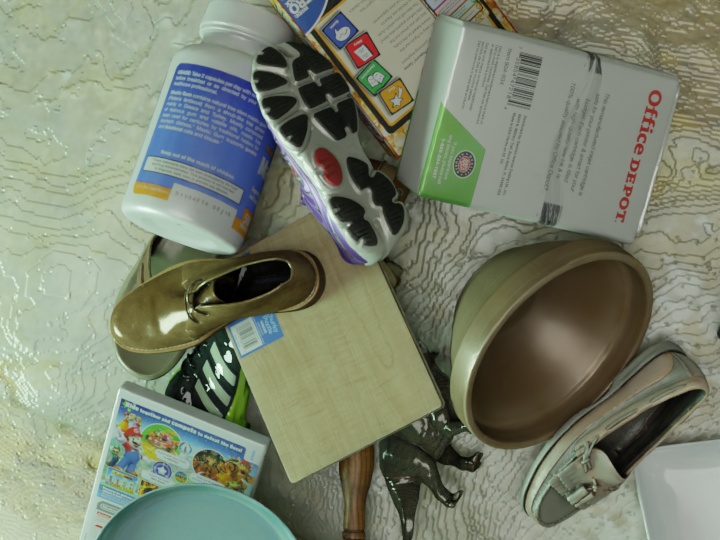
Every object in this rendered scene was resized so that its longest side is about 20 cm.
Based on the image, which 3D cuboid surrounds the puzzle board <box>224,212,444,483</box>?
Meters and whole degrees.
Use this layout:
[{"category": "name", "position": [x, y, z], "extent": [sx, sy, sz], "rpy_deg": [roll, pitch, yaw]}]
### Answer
[{"category": "puzzle board", "position": [-0.033, 0.057, 1.399], "extent": [0.150, 0.017, 0.201], "rpy_deg": [-28, 76, 15]}]

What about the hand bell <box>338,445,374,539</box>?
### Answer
[{"category": "hand bell", "position": [-0.005, 0.230, 1.476], "extent": [0.103, 0.104, 0.202], "rpy_deg": [2, 83, 7]}]

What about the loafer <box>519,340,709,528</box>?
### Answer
[{"category": "loafer", "position": [0.219, 0.150, 1.422], "extent": [0.200, 0.063, 0.072], "rpy_deg": [-49, 128, 7]}]

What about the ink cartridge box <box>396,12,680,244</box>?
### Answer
[{"category": "ink cartridge box", "position": [0.147, -0.118, 1.374], "extent": [0.198, 0.084, 0.147], "rpy_deg": [12, 100, -16]}]

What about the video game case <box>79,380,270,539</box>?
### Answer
[{"category": "video game case", "position": [-0.172, 0.210, 1.485], "extent": [0.142, 0.018, 0.202], "rpy_deg": [21, 117, 5]}]

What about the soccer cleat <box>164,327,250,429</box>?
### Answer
[{"category": "soccer cleat", "position": [-0.130, 0.087, 1.475], "extent": [0.080, 0.068, 0.202], "rpy_deg": [12, 100, 8]}]

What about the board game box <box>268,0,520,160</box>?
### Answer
[{"category": "board game box", "position": [0.025, -0.220, 1.397], "extent": [0.151, 0.046, 0.201], "rpy_deg": [-39, 103, -3]}]

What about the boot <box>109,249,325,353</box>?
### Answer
[{"category": "boot", "position": [-0.134, 0.021, 1.390], "extent": [0.198, 0.075, 0.074], "rpy_deg": [-16, 82, 18]}]

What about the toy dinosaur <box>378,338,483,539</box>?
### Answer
[{"category": "toy dinosaur", "position": [0.057, 0.148, 1.462], "extent": [0.102, 0.077, 0.202], "rpy_deg": [21, 112, 25]}]

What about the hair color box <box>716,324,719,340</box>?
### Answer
[{"category": "hair color box", "position": [0.417, 0.045, 1.398], "extent": [0.198, 0.065, 0.110], "rpy_deg": [21, 99, 3]}]

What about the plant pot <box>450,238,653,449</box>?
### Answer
[{"category": "plant pot", "position": [0.144, 0.045, 1.396], "extent": [0.201, 0.200, 0.093], "rpy_deg": [-52, 51, 9]}]

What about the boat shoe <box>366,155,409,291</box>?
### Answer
[{"category": "boat shoe", "position": [0.000, 0.000, 1.445], "extent": [0.073, 0.076, 0.202], "rpy_deg": [13, 98, 3]}]

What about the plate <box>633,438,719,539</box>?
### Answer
[{"category": "plate", "position": [0.350, 0.241, 1.423], "extent": [0.197, 0.032, 0.202], "rpy_deg": [-10, 79, 8]}]

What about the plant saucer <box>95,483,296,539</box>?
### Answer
[{"category": "plant saucer", "position": [-0.140, 0.274, 1.431], "extent": [0.198, 0.027, 0.202], "rpy_deg": [0, 107, 1]}]

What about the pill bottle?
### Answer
[{"category": "pill bottle", "position": [-0.124, -0.125, 1.416], "extent": [0.111, 0.112, 0.202], "rpy_deg": [18, 80, 5]}]

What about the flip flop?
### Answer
[{"category": "flip flop", "position": [-0.166, 0.004, 1.474], "extent": [0.081, 0.058, 0.201], "rpy_deg": [30, 98, 3]}]

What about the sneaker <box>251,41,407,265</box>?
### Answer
[{"category": "sneaker", "position": [-0.039, -0.092, 1.361], "extent": [0.080, 0.083, 0.202], "rpy_deg": [-22, 82, -27]}]
